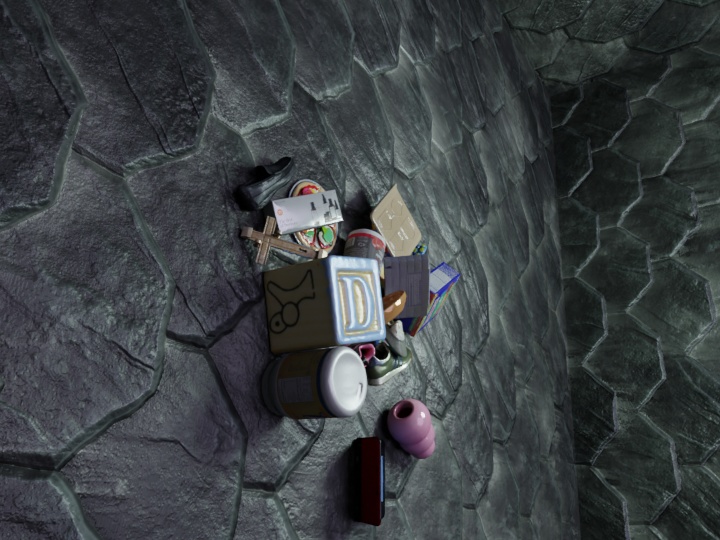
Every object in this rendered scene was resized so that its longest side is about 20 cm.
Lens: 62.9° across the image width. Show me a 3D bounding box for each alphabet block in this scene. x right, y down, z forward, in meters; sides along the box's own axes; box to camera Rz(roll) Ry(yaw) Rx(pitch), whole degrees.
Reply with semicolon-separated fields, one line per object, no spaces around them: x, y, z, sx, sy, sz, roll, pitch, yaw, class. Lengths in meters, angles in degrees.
-0.081;0.080;1.347;0.195;0.198;0.198;6;76;-54;alphabet block

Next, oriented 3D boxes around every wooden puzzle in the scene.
0.097;-0.125;1.712;0.201;0.046;0.186;63;38;-22;wooden puzzle

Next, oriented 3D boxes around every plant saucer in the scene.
0.035;0.118;1.501;0.038;0.199;0.200;58;37;-5;plant saucer

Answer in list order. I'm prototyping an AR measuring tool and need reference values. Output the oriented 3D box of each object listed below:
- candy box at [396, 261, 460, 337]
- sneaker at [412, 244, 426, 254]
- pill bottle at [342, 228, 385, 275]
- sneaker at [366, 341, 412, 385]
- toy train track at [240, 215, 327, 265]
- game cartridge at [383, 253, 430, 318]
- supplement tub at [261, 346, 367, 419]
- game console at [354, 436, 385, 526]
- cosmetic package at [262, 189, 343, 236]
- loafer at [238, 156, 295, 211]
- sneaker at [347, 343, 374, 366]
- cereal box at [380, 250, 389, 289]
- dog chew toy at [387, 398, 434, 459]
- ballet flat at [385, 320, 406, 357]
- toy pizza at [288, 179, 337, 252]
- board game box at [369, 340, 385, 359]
0.208;0.085;1.800;0.077;0.170;0.199;35;33;18;candy box
0.168;0.001;1.861;0.083;0.070;0.201;59;38;-46;sneaker
0.000;0.000;1.567;0.111;0.110;0.202;42;48;-41;pill bottle
0.078;0.234;1.614;0.200;0.066;0.091;-29;109;-52;sneaker
-0.167;-0.060;1.312;0.198;0.033;0.116;17;68;-15;toy train track
0.129;0.046;1.635;0.039;0.128;0.202;-105;-170;-54;game cartridge
-0.100;0.245;1.266;0.144;0.198;0.147;21;63;-50;supplement tub
0.050;0.524;1.476;0.172;0.118;0.203;23;62;-50;game console
-0.136;-0.139;1.422;0.199;0.050;0.084;-18;92;-42;cosmetic package
-0.213;-0.214;1.356;0.201;0.067;0.071;-56;135;-42;loafer
-0.030;0.235;1.468;0.200;0.095;0.080;-41;115;-51;sneaker
0.089;-0.039;1.738;0.144;0.039;0.202;37;51;-43;cereal box
0.153;0.455;1.653;0.201;0.123;0.125;64;36;-33;dog chew toy
0.076;0.142;1.607;0.201;0.064;0.067;54;25;14;ballet flat
-0.114;-0.137;1.511;0.199;0.031;0.203;22;63;-51;toy pizza
0.059;0.177;1.683;0.103;0.019;0.203;25;61;-51;board game box
